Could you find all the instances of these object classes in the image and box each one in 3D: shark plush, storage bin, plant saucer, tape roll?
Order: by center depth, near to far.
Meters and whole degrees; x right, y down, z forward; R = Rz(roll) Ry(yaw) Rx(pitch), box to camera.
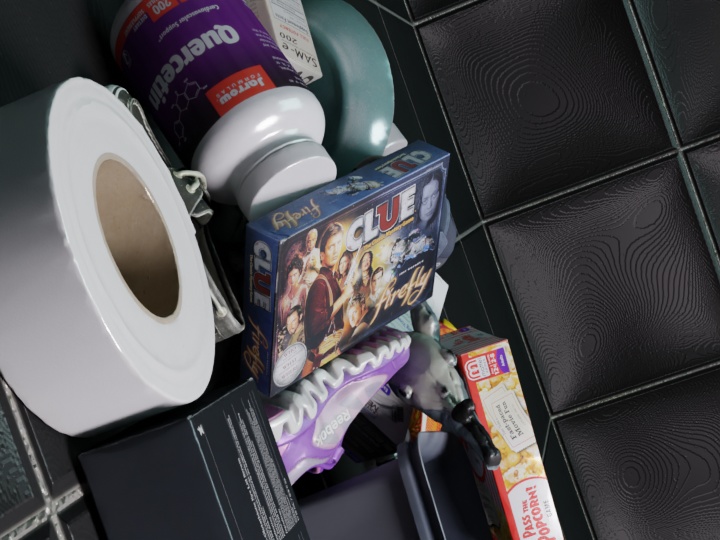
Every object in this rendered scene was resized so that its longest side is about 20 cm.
[{"bbox_3d":[-0.159,-0.008,0.766,0.202,0.070,0.204,-20,90,-78],"label":"tape roll"},{"bbox_3d":[0.026,0.224,1.080,0.200,0.133,0.147,23,49,-73],"label":"storage bin"},{"bbox_3d":[0.073,0.098,1.091,0.199,0.091,0.084,27,-23,53],"label":"shark plush"},{"bbox_3d":[-0.063,-0.148,1.152,0.036,0.199,0.202,-4,73,-57],"label":"plant saucer"}]

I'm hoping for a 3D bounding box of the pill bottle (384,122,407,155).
[{"bbox_3d":[-0.052,-0.168,1.246,0.200,0.116,0.116,50,10,9],"label":"pill bottle"}]

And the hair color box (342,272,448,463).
[{"bbox_3d":[0.008,0.064,1.211,0.109,0.064,0.201,44,44,-27],"label":"hair color box"}]

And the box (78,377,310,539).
[{"bbox_3d":[-0.083,0.181,0.793,0.141,0.078,0.202,-23,94,-81],"label":"box"}]

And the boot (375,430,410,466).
[{"bbox_3d":[0.015,0.141,1.334,0.200,0.069,0.133,-28,104,-74],"label":"boot"}]

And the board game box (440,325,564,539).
[{"bbox_3d":[0.121,0.156,1.150,0.151,0.046,0.202,-169,-117,-83],"label":"board game box"}]

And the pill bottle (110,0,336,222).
[{"bbox_3d":[-0.102,-0.130,0.988,0.201,0.112,0.112,54,5,24],"label":"pill bottle"}]

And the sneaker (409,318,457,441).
[{"bbox_3d":[0.079,0.147,1.441,0.073,0.077,0.202,43,-41,39],"label":"sneaker"}]

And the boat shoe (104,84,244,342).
[{"bbox_3d":[-0.136,-0.043,0.934,0.071,0.063,0.202,-26,97,-77],"label":"boat shoe"}]

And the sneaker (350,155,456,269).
[{"bbox_3d":[0.001,0.001,1.141,0.077,0.203,0.146,45,14,24],"label":"sneaker"}]

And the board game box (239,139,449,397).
[{"bbox_3d":[-0.010,-0.005,0.994,0.199,0.034,0.137,-30,136,-42],"label":"board game box"}]

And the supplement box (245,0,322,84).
[{"bbox_3d":[-0.124,-0.238,1.122,0.073,0.125,0.202,14,58,-61],"label":"supplement box"}]

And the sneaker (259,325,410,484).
[{"bbox_3d":[-0.032,0.109,1.024,0.200,0.080,0.089,-33,120,-42],"label":"sneaker"}]

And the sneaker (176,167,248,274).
[{"bbox_3d":[-0.098,-0.051,1.076,0.200,0.081,0.074,25,47,-73],"label":"sneaker"}]
